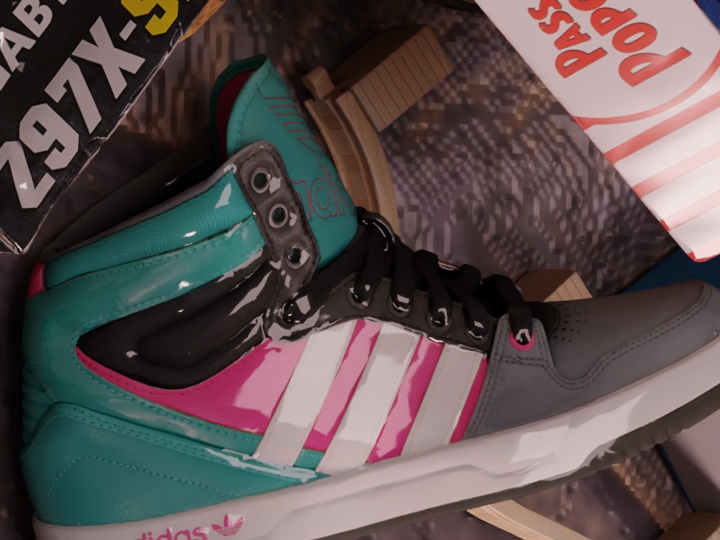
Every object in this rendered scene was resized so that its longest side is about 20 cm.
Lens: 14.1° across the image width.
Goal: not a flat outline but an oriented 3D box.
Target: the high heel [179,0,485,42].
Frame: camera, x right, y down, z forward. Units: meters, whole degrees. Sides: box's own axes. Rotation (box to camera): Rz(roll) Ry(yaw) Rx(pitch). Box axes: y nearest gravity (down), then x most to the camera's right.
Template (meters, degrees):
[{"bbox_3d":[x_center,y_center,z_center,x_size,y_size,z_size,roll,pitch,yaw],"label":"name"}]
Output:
[{"bbox_3d":[0.005,-0.081,0.741,0.143,0.071,0.200,44,32,-20],"label":"high heel"}]

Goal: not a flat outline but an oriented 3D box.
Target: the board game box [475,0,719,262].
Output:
[{"bbox_3d":[0.070,-0.121,0.723,0.152,0.046,0.200,48,34,-21],"label":"board game box"}]

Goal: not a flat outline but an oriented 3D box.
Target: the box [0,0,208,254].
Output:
[{"bbox_3d":[-0.087,-0.080,0.654,0.049,0.200,0.160,45,70,-24],"label":"box"}]

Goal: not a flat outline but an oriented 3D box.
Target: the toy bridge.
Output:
[{"bbox_3d":[0.038,0.025,0.831,0.067,0.027,0.201,-41,109,-23],"label":"toy bridge"}]

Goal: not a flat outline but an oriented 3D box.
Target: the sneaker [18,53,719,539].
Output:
[{"bbox_3d":[0.000,0.000,0.762,0.199,0.084,0.122,-15,101,-10],"label":"sneaker"}]

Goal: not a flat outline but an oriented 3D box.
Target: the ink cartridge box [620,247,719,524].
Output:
[{"bbox_3d":[0.207,0.022,0.865,0.200,0.144,0.148,-37,108,-24],"label":"ink cartridge box"}]
